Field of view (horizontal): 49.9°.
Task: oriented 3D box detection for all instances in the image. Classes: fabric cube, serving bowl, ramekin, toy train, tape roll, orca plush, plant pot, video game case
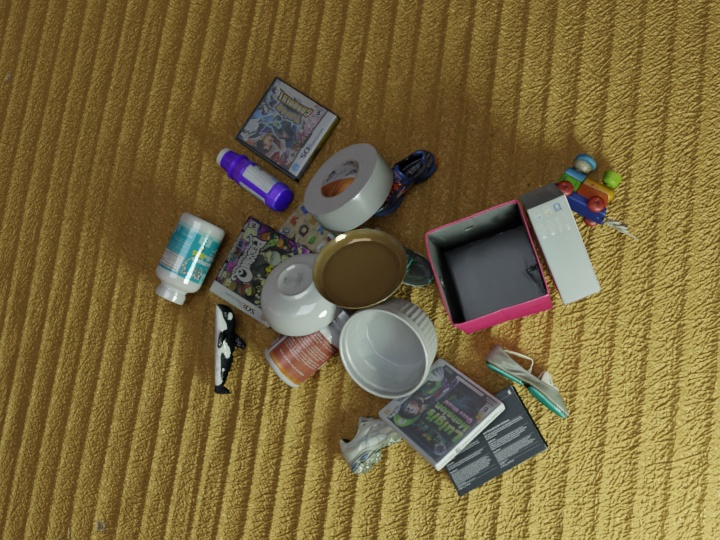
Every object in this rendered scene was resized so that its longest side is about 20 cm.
[{"bbox_3d":[0.261,0.001,1.551,0.198,0.199,0.198,-19,76,12],"label":"fabric cube"},{"bbox_3d":[-0.128,0.038,1.646,0.198,0.066,0.201,-11,51,14],"label":"serving bowl"},{"bbox_3d":[0.064,0.152,1.598,0.199,0.105,0.202,10,114,23],"label":"ramekin"},{"bbox_3d":[0.498,-0.151,1.576,0.199,0.085,0.116,30,76,19],"label":"toy train"},{"bbox_3d":[-0.027,-0.180,1.680,0.199,0.066,0.201,-27,39,24],"label":"tape roll"},{"bbox_3d":[-0.294,0.178,1.753,0.070,0.105,0.202,1,76,-15],"label":"orca plush"},{"bbox_3d":[0.000,0.000,1.589,0.198,0.028,0.201,-6,52,8],"label":"plant pot"},{"bbox_3d":[-0.228,0.003,1.777,0.180,0.036,0.201,30,92,18],"label":"video game case"},{"bbox_3d":[-0.175,-0.336,1.830,0.199,0.025,0.181,35,92,19],"label":"video game case"},{"bbox_3d":[0.158,0.280,1.544,0.181,0.023,0.200,-39,39,-14],"label":"video game case"}]

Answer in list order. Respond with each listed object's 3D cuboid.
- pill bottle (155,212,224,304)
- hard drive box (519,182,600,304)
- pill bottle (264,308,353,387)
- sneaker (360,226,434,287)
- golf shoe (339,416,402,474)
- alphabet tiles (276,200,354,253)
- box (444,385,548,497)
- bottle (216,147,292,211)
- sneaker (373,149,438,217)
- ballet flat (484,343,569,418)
[{"bbox_3d":[-0.403,-0.025,1.799,0.110,0.111,0.201,24,89,19],"label":"pill bottle"},{"bbox_3d":[0.387,-0.056,1.509,0.076,0.156,0.201,-23,101,11],"label":"hard drive box"},{"bbox_3d":[-0.102,0.151,1.678,0.200,0.112,0.112,-41,72,6],"label":"pill bottle"},{"bbox_3d":[0.069,-0.032,1.670,0.199,0.091,0.078,31,91,19],"label":"sneaker"},{"bbox_3d":[0.037,0.334,1.627,0.200,0.078,0.097,-41,66,5],"label":"golf shoe"},{"bbox_3d":[-0.097,-0.084,1.773,0.166,0.006,0.200,43,94,19],"label":"alphabet tiles"},{"bbox_3d":[0.256,0.341,1.556,0.199,0.079,0.142,-31,75,10],"label":"box"},{"bbox_3d":[-0.250,-0.215,1.801,0.199,0.083,0.066,37,92,20],"label":"bottle"},{"bbox_3d":[0.080,-0.199,1.703,0.200,0.078,0.075,-45,71,5],"label":"sneaker"},{"bbox_3d":[0.346,0.216,1.560,0.199,0.067,0.064,34,80,18],"label":"ballet flat"}]
